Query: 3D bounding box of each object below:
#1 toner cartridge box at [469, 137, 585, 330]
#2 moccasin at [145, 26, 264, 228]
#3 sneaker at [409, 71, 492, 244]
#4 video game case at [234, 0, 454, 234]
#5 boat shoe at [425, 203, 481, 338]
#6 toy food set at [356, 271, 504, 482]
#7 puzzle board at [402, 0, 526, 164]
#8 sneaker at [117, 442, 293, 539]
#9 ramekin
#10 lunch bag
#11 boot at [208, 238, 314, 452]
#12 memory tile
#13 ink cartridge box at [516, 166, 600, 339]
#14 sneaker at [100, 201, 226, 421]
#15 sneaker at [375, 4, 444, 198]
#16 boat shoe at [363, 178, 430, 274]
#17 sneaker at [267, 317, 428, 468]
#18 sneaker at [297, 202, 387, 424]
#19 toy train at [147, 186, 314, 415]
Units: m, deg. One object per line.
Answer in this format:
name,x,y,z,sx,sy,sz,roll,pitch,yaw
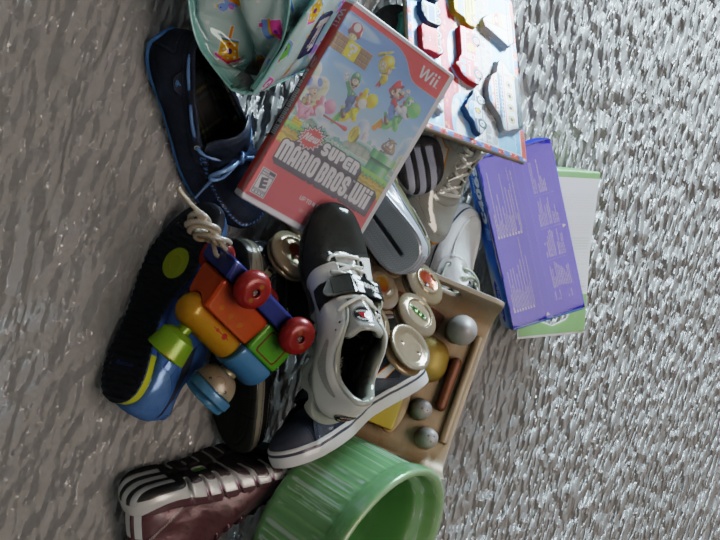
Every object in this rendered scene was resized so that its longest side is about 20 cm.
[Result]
toner cartridge box,0.188,-0.043,1.481,0.094,0.043,0.202,-15,100,-12
moccasin,-0.132,-0.119,1.163,0.081,0.068,0.201,-47,128,-29
sneaker,0.101,-0.126,1.389,0.075,0.091,0.202,5,95,-45
video game case,-0.012,-0.126,1.192,0.142,0.017,0.201,28,93,-39
boat shoe,0.103,0.023,1.439,0.073,0.066,0.202,31,75,-45
toy food set,0.053,0.101,1.353,0.142,0.060,0.202,22,80,-6
puzzle board,0.109,-0.219,1.338,0.150,0.017,0.202,14,62,-32
sneaker,-0.141,0.234,1.233,0.198,0.075,0.117,-6,109,-36
ramekin,-0.016,0.259,1.263,0.200,0.097,0.201,-37,142,-36
lunch bag,-0.073,-0.262,1.132,0.170,0.121,0.202,-48,136,-64
boot,-0.070,0.065,1.262,0.153,0.073,0.206,-9,103,-47
memory tile,0.000,0.000,1.267,0.200,0.017,0.154,40,38,-17
ink cartridge box,0.224,-0.024,1.572,0.145,0.048,0.202,-2,101,-46
sneaker,-0.163,0.038,1.170,0.078,0.066,0.202,32,76,-50
sneaker,0.033,-0.169,1.343,0.074,0.087,0.202,-2,79,-18
boat shoe,0.002,-0.083,1.281,0.201,0.072,0.062,60,14,3
sneaker,-0.022,0.114,1.255,0.199,0.078,0.080,-31,106,-39
sneaker,-0.007,0.033,1.163,0.073,0.088,0.202,2,80,-29
toy train,-0.136,0.030,1.097,0.116,0.085,0.200,-46,130,-6
